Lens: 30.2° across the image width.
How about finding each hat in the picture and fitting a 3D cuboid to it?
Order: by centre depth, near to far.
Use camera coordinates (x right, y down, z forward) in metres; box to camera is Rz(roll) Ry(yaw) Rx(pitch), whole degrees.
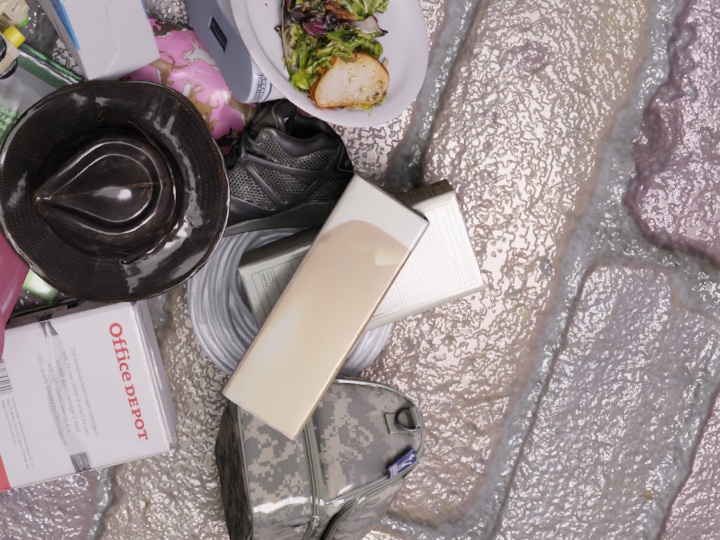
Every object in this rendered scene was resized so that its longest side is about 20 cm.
[{"bbox_3d":[-0.207,-0.061,1.067,0.197,0.081,0.204,0,97,3],"label":"hat"}]

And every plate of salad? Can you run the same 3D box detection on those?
[{"bbox_3d":[-0.018,-0.216,1.099,0.198,0.048,0.203,13,66,-31],"label":"plate of salad"}]

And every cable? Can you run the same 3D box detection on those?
[{"bbox_3d":[-0.061,0.013,1.235,0.196,0.069,0.203,-3,102,-1],"label":"cable"}]

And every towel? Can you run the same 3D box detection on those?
[{"bbox_3d":[-0.301,-0.089,1.220,0.148,0.031,0.202,28,99,-8],"label":"towel"}]

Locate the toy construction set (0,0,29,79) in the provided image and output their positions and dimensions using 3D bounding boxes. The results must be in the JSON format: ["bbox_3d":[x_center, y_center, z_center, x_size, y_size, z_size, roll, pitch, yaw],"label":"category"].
[{"bbox_3d":[-0.365,-0.199,1.154,0.131,0.092,0.200,43,99,10],"label":"toy construction set"}]

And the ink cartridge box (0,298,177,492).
[{"bbox_3d":[-0.281,0.109,1.235,0.197,0.083,0.149,-13,103,0],"label":"ink cartridge box"}]

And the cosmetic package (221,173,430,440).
[{"bbox_3d":[-0.025,0.027,1.066,0.071,0.105,0.202,32,95,1],"label":"cosmetic package"}]

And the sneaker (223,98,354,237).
[{"bbox_3d":[-0.105,-0.089,1.134,0.196,0.077,0.116,-7,120,5],"label":"sneaker"}]

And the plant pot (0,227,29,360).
[{"bbox_3d":[-0.370,0.008,1.120,0.197,0.180,0.203,8,122,13],"label":"plant pot"}]

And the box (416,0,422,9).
[{"bbox_3d":[-0.025,-0.278,1.186,0.116,0.048,0.202,-24,104,1],"label":"box"}]

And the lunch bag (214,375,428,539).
[{"bbox_3d":[-0.036,0.178,1.203,0.165,0.201,0.141,-8,65,-14],"label":"lunch bag"}]

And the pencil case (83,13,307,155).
[{"bbox_3d":[-0.144,-0.159,1.188,0.198,0.087,0.083,27,136,-8],"label":"pencil case"}]

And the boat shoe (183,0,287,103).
[{"bbox_3d":[-0.091,-0.224,1.147,0.085,0.203,0.075,-7,138,-28],"label":"boat shoe"}]

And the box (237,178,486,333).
[{"bbox_3d":[0.000,0.000,1.158,0.197,0.078,0.096,-18,102,2],"label":"box"}]

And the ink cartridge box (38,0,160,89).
[{"bbox_3d":[-0.248,-0.265,1.107,0.067,0.116,0.201,-29,63,-12],"label":"ink cartridge box"}]
